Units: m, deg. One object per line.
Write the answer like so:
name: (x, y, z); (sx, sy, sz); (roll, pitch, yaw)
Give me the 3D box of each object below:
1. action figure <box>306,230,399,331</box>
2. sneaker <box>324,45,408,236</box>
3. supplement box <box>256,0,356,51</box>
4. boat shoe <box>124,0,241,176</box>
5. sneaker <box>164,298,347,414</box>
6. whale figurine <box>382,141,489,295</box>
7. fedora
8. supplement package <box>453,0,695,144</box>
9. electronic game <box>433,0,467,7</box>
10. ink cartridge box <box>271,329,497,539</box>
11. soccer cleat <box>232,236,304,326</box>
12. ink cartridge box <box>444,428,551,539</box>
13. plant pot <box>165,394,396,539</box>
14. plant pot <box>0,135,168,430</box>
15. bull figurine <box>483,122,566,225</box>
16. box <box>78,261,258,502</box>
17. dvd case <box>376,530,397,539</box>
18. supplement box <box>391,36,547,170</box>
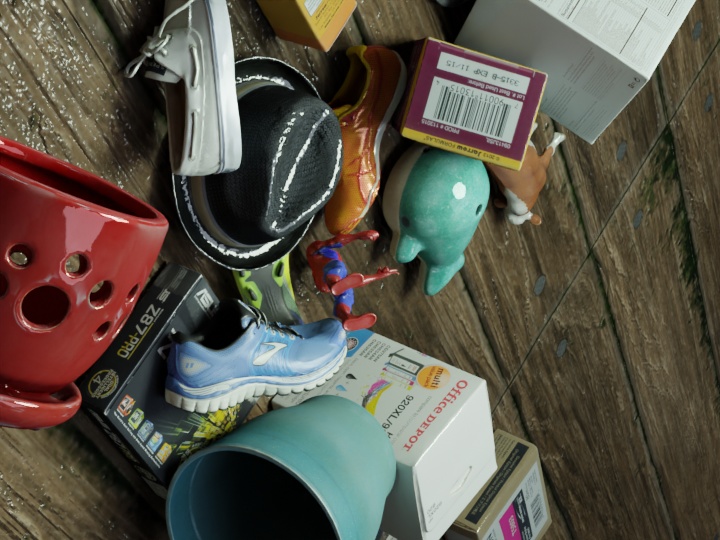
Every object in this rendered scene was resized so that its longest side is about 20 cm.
action figure: (0.000, 0.000, 1.456); (0.098, 0.200, 0.066); (-19, 107, -9)
sneaker: (-0.013, -0.136, 1.483); (0.076, 0.073, 0.203); (6, 101, -33)
supplement box: (-0.074, -0.289, 1.290); (0.069, 0.066, 0.200); (-58, 147, -16)
boat shoe: (-0.159, -0.180, 1.221); (0.085, 0.074, 0.205); (-12, 106, -24)
sneaker: (-0.094, 0.070, 1.345); (0.198, 0.078, 0.091); (-13, 110, -37)
whale figurine: (0.099, -0.056, 1.643); (0.159, 0.103, 0.202); (-45, 141, -33)
fedora: (-0.079, -0.097, 1.320); (0.199, 0.091, 0.204); (-5, 98, -40)
supplement package: (0.235, -0.281, 1.570); (0.148, 0.199, 0.191); (-57, 180, -19)
electronic game: (0.122, -0.385, 1.549); (0.200, 0.041, 0.202); (-45, 148, -38)
ink cartridge box: (0.030, 0.182, 1.585); (0.147, 0.198, 0.146); (-45, 141, -32)
soccer cleat: (-0.099, 0.013, 1.435); (0.064, 0.084, 0.203); (-18, 108, -17)
ink cartridge box: (0.197, 0.356, 2.052); (0.165, 0.074, 0.201); (-51, 144, -28)
plant pot: (-0.060, 0.221, 1.417); (0.188, 0.198, 0.203); (-39, 139, -55)
plant pot: (-0.264, 0.007, 1.053); (0.200, 0.199, 0.185); (19, 96, -58)
bull figurine: (0.198, -0.141, 1.783); (0.123, 0.064, 0.200); (-65, 150, -14)
box: (-0.177, 0.114, 1.379); (0.162, 0.049, 0.201); (-57, 147, -24)
dvd case: (0.017, 0.300, 1.801); (0.146, 0.022, 0.202); (-43, 140, -35)
supplement box: (0.109, -0.175, 1.484); (0.200, 0.129, 0.105); (-106, -149, -81)
